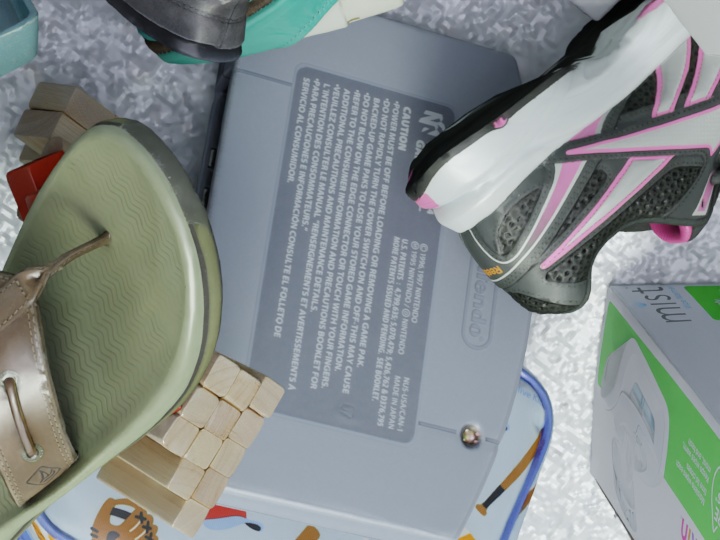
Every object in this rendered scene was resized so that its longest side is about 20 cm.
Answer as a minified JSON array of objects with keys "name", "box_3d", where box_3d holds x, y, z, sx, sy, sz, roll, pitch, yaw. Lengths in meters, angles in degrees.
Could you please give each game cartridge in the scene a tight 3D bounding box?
[{"name":"game cartridge","box_3d":[0.000,0.000,0.763,0.133,0.040,0.201,14,69,-12]}]

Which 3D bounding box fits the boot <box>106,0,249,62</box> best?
[{"name":"boot","box_3d":[-0.084,-0.176,0.687,0.070,0.200,0.132,-8,145,-48]}]

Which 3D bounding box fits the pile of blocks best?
[{"name":"pile of blocks","box_3d":[-0.101,0.005,0.711,0.082,0.200,0.062,-41,135,11]}]

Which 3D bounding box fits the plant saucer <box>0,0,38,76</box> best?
[{"name":"plant saucer","box_3d":[-0.200,-0.045,0.682,0.199,0.070,0.019,-27,120,-5]}]

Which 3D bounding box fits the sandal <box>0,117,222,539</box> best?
[{"name":"sandal","box_3d":[-0.112,0.039,0.636,0.080,0.057,0.201,49,118,16]}]

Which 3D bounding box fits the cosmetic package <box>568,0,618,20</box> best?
[{"name":"cosmetic package","box_3d":[0.091,-0.206,0.714,0.150,0.052,0.200,31,124,-22]}]

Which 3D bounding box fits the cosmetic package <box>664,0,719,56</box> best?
[{"name":"cosmetic package","box_3d":[0.109,-0.168,0.631,0.108,0.085,0.200,-50,119,-13]}]

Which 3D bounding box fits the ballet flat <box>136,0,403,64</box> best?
[{"name":"ballet flat","box_3d":[0.003,-0.126,0.715,0.070,0.068,0.200,26,130,-32]}]

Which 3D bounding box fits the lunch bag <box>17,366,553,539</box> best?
[{"name":"lunch bag","box_3d":[-0.026,0.071,0.789,0.199,0.076,0.161,27,69,-12]}]

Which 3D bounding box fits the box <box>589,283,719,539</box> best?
[{"name":"box","box_3d":[0.201,0.082,0.800,0.176,0.200,0.097,0,110,-9]}]

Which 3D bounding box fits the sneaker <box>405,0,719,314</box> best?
[{"name":"sneaker","box_3d":[0.112,-0.056,0.771,0.200,0.080,0.087,-36,99,-14]}]
